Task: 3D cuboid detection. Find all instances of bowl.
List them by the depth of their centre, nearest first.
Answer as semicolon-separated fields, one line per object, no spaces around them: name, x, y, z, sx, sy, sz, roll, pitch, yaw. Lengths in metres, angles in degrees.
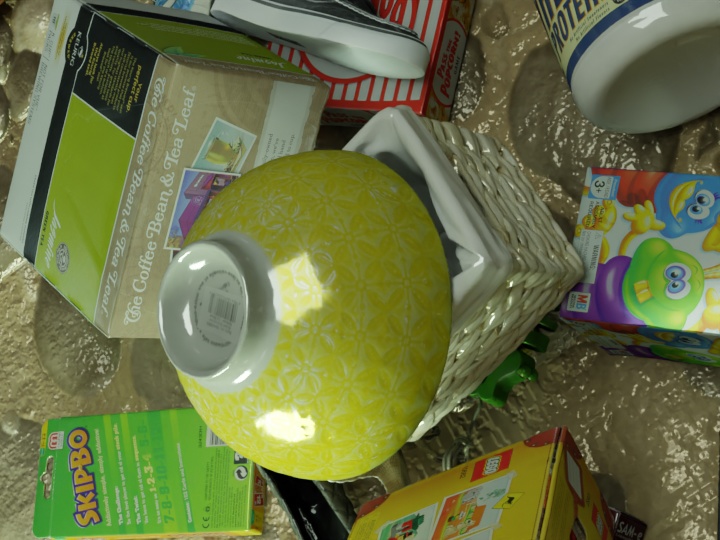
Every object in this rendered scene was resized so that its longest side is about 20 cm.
bowl;-0.054;0.025;0.968;0.199;0.107;0.202;-3;86;42

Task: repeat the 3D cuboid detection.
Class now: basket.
basket;0.028;0.012;1.050;0.200;0.123;0.136;-48;57;30

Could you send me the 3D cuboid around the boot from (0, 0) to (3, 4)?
boot;-0.383;-0.281;1.492;0.200;0.068;0.188;-51;58;5

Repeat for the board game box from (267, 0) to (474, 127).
board game box;0.013;-0.209;1.265;0.151;0.046;0.201;6;78;30

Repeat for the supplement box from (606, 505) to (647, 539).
supplement box;0.100;0.239;1.066;0.108;0.061;0.201;15;83;32

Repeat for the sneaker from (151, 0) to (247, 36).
sneaker;-0.141;-0.187;1.341;0.200;0.078;0.090;-53;39;0

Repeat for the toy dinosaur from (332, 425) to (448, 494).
toy dinosaur;-0.010;0.104;1.141;0.200;0.058;0.101;35;51;23

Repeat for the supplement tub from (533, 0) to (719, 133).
supplement tub;0.183;-0.211;1.115;0.144;0.145;0.201;-28;63;18

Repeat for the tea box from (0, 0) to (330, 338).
tea box;-0.148;-0.077;1.202;0.197;0.133;0.201;37;116;48

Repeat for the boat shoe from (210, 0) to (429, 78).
boat shoe;-0.024;-0.194;1.216;0.199;0.072;0.068;22;87;40

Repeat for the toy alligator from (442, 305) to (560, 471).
toy alligator;0.105;0.050;1.124;0.054;0.059;0.201;8;78;30

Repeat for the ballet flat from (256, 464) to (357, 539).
ballet flat;-0.019;0.198;1.132;0.067;0.057;0.200;-55;47;25

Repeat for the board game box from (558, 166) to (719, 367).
board game box;0.242;0.004;1.038;0.199;0.103;0.106;6;77;30

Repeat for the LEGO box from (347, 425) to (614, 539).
LEGO box;0.060;0.188;0.951;0.148;0.200;0.077;-24;104;20

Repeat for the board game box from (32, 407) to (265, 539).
board game box;-0.162;0.155;1.256;0.199;0.030;0.096;-5;71;24

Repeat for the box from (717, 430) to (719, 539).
box;0.312;0.187;0.942;0.199;0.104;0.183;-4;74;28
